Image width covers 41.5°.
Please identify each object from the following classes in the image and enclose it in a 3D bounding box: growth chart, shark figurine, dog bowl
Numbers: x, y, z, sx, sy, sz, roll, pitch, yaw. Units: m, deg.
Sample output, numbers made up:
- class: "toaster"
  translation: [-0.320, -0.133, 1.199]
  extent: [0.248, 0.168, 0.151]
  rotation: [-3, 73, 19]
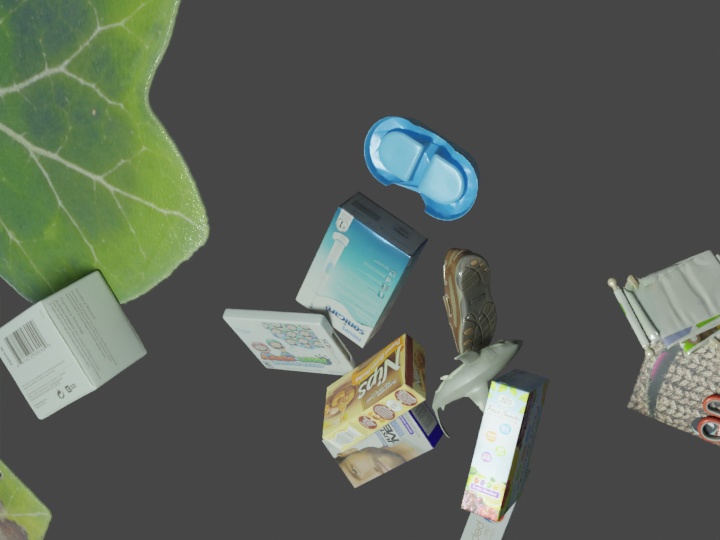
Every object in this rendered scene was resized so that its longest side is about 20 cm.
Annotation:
- class: "growth chart"
  translation: [0.458, 0.045, 1.304]
  extent: [0.196, 0.018, 0.147]
  rotation: [-17, 64, 2]
- class: "shark figurine"
  translation: [0.170, 0.198, 1.526]
  extent: [0.215, 0.127, 0.090]
  rotation: [-47, 63, 30]
- class: "dog bowl"
  translation: [0.100, -0.164, 1.473]
  extent: [0.198, 0.050, 0.113]
  rotation: [33, 122, 11]

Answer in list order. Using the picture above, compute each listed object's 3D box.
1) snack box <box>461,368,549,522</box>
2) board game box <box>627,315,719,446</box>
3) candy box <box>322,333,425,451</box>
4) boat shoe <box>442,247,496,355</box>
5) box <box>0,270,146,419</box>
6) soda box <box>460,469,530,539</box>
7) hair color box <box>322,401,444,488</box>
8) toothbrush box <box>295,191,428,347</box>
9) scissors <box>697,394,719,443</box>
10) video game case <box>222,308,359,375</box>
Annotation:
- class: "snack box"
  translation: [0.228, 0.265, 1.477]
  extent: [0.066, 0.168, 0.204]
  rotation: [16, 96, 20]
- class: "board game box"
  translation: [0.506, 0.149, 1.358]
  extent: [0.197, 0.097, 0.162]
  rotation: [21, 119, 19]
- class: "candy box"
  translation: [0.023, 0.209, 1.613]
  extent: [0.055, 0.117, 0.199]
  rotation: [37, 123, -27]
- class: "boat shoe"
  translation: [0.170, 0.052, 1.520]
  extent: [0.072, 0.075, 0.204]
  rotation: [38, 140, 49]
- class: "box"
  translation: [-0.578, 0.148, 1.884]
  extent: [0.197, 0.171, 0.202]
  rotation: [-28, 97, 33]
- class: "soda box"
  translation: [0.226, 0.421, 1.637]
  extent: [0.067, 0.064, 0.203]
  rotation: [24, 119, 17]
- class: "hair color box"
  translation: [0.039, 0.294, 1.684]
  extent: [0.199, 0.065, 0.110]
  rotation: [-34, 93, 35]
- class: "toothbrush box"
  translation: [0.000, 0.000, 1.570]
  extent: [0.145, 0.085, 0.202]
  rotation: [33, 121, 11]
- class: "scissors"
  translation: [0.557, 0.238, 1.299]
  extent: [0.197, 0.014, 0.074]
  rotation: [27, 119, 18]
- class: "video game case"
  translation: [-0.119, 0.127, 1.663]
  extent: [0.196, 0.024, 0.183]
  rotation: [3, 147, 27]
